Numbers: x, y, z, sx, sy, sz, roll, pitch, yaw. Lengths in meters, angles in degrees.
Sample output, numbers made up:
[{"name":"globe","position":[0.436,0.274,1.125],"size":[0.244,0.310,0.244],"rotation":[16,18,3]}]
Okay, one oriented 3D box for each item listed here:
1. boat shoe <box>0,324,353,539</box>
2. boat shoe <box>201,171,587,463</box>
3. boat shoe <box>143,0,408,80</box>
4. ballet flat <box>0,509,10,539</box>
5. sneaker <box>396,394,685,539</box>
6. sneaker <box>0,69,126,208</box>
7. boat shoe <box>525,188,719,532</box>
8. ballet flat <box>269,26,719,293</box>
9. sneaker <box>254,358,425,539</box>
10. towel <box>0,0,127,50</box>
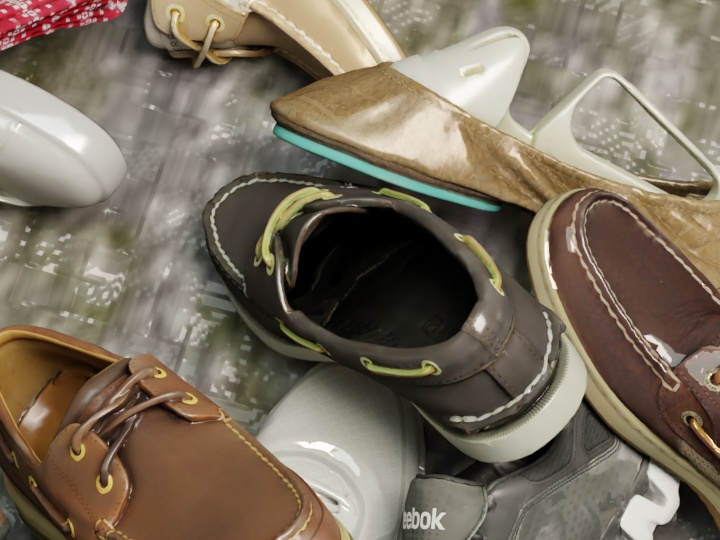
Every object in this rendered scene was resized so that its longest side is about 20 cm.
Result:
[{"name":"boat shoe","position":[-0.077,0.068,0.847],"size":[0.072,0.068,0.200],"rotation":[-38,30,-19]},{"name":"boat shoe","position":[0.000,0.000,0.895],"size":[0.072,0.061,0.201],"rotation":[-49,40,-10]},{"name":"boat shoe","position":[-0.061,-0.115,0.999],"size":[0.200,0.074,0.069],"rotation":[42,82,18]},{"name":"ballet flat","position":[-0.212,0.131,0.877],"size":[0.199,0.068,0.069],"rotation":[-13,101,4]},{"name":"sneaker","position":[0.038,0.117,0.870],"size":[0.090,0.066,0.201],"rotation":[44,61,-23]},{"name":"sneaker","position":[-0.188,-0.040,0.959],"size":[0.199,0.073,0.085],"rotation":[14,67,18]},{"name":"boat shoe","position":[0.140,0.046,0.881],"size":[0.200,0.072,0.072],"rotation":[54,46,-2]},{"name":"ballet flat","position":[0.068,-0.047,0.938],"size":[0.199,0.068,0.073],"rotation":[23,101,-7]},{"name":"sneaker","position":[-0.032,0.111,0.881],"size":[0.075,0.081,0.201],"rotation":[21,64,11]},{"name":"towel","position":[-0.198,-0.095,0.930],"size":[0.144,0.023,0.200],"rotation":[19,30,30]}]
